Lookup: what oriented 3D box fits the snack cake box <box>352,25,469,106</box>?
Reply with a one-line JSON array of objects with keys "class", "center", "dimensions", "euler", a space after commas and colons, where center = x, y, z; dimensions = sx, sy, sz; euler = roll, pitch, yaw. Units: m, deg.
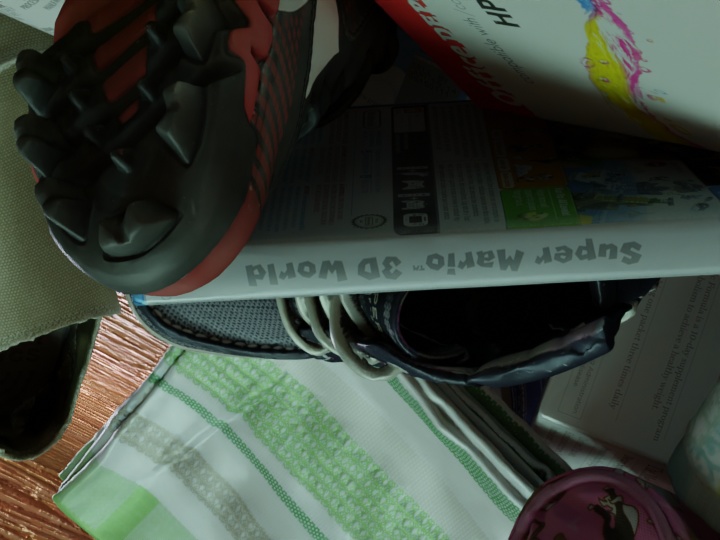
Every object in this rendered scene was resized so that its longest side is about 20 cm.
[{"class": "snack cake box", "center": [-0.044, -0.053, 0.823], "dimensions": [0.115, 0.067, 0.200], "euler": [24, 168, -13]}]

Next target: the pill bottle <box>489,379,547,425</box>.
[{"class": "pill bottle", "center": [0.033, 0.047, 0.911], "dimensions": [0.110, 0.112, 0.200], "euler": [18, -169, 18]}]

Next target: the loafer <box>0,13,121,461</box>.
[{"class": "loafer", "center": [-0.114, -0.010, 0.742], "dimensions": [0.068, 0.075, 0.201], "euler": [53, 149, 33]}]

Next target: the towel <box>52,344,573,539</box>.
[{"class": "towel", "center": [-0.025, 0.085, 0.804], "dimensions": [0.149, 0.031, 0.200], "euler": [46, 131, 2]}]

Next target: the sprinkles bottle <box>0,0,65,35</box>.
[{"class": "sprinkles bottle", "center": [-0.085, -0.102, 0.630], "dimensions": [0.199, 0.069, 0.068], "euler": [22, 170, -36]}]

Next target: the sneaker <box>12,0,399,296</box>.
[{"class": "sneaker", "center": [-0.031, -0.056, 0.535], "dimensions": [0.071, 0.201, 0.098], "euler": [-31, 124, 21]}]

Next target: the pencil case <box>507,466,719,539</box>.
[{"class": "pencil case", "center": [0.132, 0.134, 0.748], "dimensions": [0.083, 0.087, 0.200], "euler": [-10, 153, 41]}]

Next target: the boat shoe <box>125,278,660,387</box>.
[{"class": "boat shoe", "center": [0.000, 0.000, 0.671], "dimensions": [0.199, 0.075, 0.093], "euler": [-11, -165, 23]}]

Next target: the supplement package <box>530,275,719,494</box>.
[{"class": "supplement package", "center": [0.171, 0.048, 0.780], "dimensions": [0.199, 0.110, 0.114], "euler": [21, 168, 6]}]

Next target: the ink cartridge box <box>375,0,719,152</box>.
[{"class": "ink cartridge box", "center": [0.064, -0.082, 0.515], "dimensions": [0.199, 0.068, 0.116], "euler": [14, 165, 35]}]

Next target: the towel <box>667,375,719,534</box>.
[{"class": "towel", "center": [0.216, 0.050, 0.649], "dimensions": [0.199, 0.048, 0.172], "euler": [26, 126, 0]}]

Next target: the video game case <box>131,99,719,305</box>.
[{"class": "video game case", "center": [0.044, -0.024, 0.584], "dimensions": [0.199, 0.018, 0.143], "euler": [-3, -163, 2]}]
